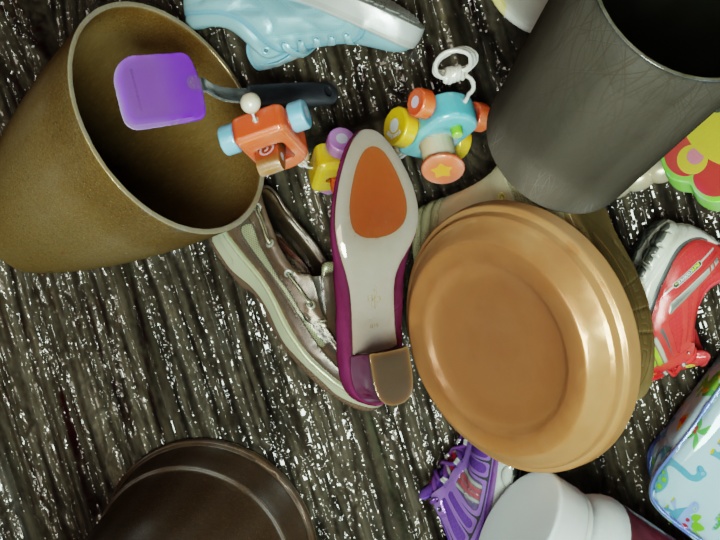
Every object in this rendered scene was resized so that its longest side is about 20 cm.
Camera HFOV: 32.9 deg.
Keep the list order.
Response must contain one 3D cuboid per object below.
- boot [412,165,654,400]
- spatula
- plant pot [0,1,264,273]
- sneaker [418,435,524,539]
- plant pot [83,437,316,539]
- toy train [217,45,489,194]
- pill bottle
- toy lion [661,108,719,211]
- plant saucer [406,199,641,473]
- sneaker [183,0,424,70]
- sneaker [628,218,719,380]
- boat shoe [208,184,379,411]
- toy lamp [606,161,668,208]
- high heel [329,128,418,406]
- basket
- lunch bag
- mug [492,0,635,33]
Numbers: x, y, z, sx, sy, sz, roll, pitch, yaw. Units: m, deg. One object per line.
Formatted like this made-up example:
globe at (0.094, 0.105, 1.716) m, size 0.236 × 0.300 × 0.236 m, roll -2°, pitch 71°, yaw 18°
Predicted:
boot at (0.122, 0.018, 0.909) m, size 0.155 × 0.072 × 0.202 m, roll -27°, pitch 80°, yaw 41°
spatula at (-0.094, -0.134, 0.917) m, size 0.020 × 0.199 × 0.057 m, roll -29°, pitch 74°, yaw 44°
plant pot at (-0.209, -0.079, 0.954) m, size 0.199 × 0.186 × 0.188 m, roll -26°, pitch 93°, yaw 35°
sneaker at (0.089, 0.161, 0.972) m, size 0.083 × 0.081 × 0.202 m, roll 9°, pitch 101°, yaw 16°
plant pot at (-0.154, 0.260, 0.976) m, size 0.198 × 0.198 × 0.203 m, roll 2°, pitch 100°, yaw 13°
toy train at (0.003, -0.094, 0.911) m, size 0.198 × 0.150 × 0.056 m, roll -15°, pitch 66°, yaw 10°
pill bottle at (0.191, 0.239, 0.911) m, size 0.199 × 0.114 × 0.114 m, roll 33°, pitch 105°, yaw -17°
toy lion at (0.292, -0.141, 0.847) m, size 0.198 × 0.069 × 0.193 m, roll -20°, pitch 71°, yaw 16°
plant saucer at (0.104, 0.052, 0.865) m, size 0.199 × 0.037 × 0.202 m, roll 19°, pitch 118°, yaw 40°
sneaker at (-0.048, -0.191, 0.951) m, size 0.198 × 0.074 × 0.083 m, roll 21°, pitch 111°, yaw 17°
sneaker at (0.221, 0.063, 0.930) m, size 0.084 × 0.077 × 0.201 m, roll 23°, pitch 106°, yaw -2°
boat shoe at (-0.036, 0.019, 0.970) m, size 0.203 × 0.075 × 0.075 m, roll 48°, pitch 118°, yaw 1°
toy lamp at (0.254, -0.087, 0.905) m, size 0.198 × 0.058 × 0.059 m, roll -22°, pitch 94°, yaw 14°
high heel at (0.000, 0.000, 0.902) m, size 0.067 × 0.096 × 0.202 m, roll -1°, pitch 90°, yaw -17°
basket at (0.168, -0.134, 0.777) m, size 0.135 × 0.200 × 0.181 m, roll 33°, pitch 60°, yaw 0°
lunch bag at (0.323, 0.131, 0.913) m, size 0.160 × 0.082 × 0.201 m, roll 33°, pitch 104°, yaw 6°
mug at (0.143, -0.275, 0.829) m, size 0.148 × 0.187 × 0.154 m, roll -19°, pitch 51°, yaw 22°
